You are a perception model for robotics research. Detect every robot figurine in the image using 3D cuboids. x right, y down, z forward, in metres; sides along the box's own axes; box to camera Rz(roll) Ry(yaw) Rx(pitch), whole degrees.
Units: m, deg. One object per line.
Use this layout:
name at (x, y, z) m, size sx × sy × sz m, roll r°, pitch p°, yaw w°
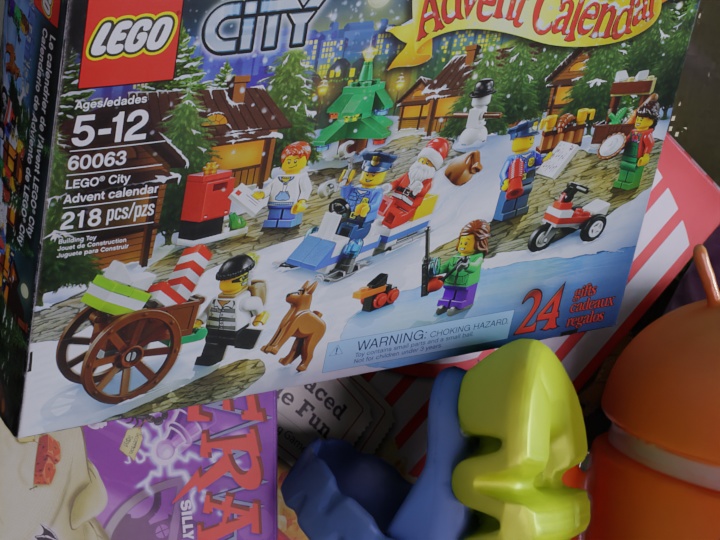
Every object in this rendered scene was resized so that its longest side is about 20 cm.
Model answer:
robot figurine at (0.124, 0.095, 0.774) m, size 0.116 × 0.143 × 0.201 m, roll -4°, pitch 106°, yaw -60°

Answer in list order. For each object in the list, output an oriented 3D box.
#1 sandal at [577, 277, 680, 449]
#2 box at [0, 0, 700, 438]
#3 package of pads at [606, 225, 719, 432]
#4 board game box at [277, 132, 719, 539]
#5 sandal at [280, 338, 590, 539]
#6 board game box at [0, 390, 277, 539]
sandal at (0.057, 0.018, 0.860) m, size 0.199 × 0.055 × 0.082 m, roll 27°, pitch 92°, yaw -41°
box at (-0.004, -0.035, 0.673) m, size 0.199 × 0.038 × 0.137 m, roll -10°, pitch 127°, yaw -30°
package of pads at (0.169, 0.056, 0.921) m, size 0.200 × 0.076 × 0.121 m, roll 18°, pitch 103°, yaw -58°
board game box at (0.000, 0.000, 0.779) m, size 0.151 × 0.046 × 0.200 m, roll 44°, pitch 80°, yaw -17°
sandal at (0.022, 0.122, 0.722) m, size 0.079 × 0.087 × 0.201 m, roll 19°, pitch 69°, yaw -68°
board game box at (-0.083, 0.075, 0.717) m, size 0.119 × 0.032 × 0.201 m, roll -3°, pitch 95°, yaw -23°
